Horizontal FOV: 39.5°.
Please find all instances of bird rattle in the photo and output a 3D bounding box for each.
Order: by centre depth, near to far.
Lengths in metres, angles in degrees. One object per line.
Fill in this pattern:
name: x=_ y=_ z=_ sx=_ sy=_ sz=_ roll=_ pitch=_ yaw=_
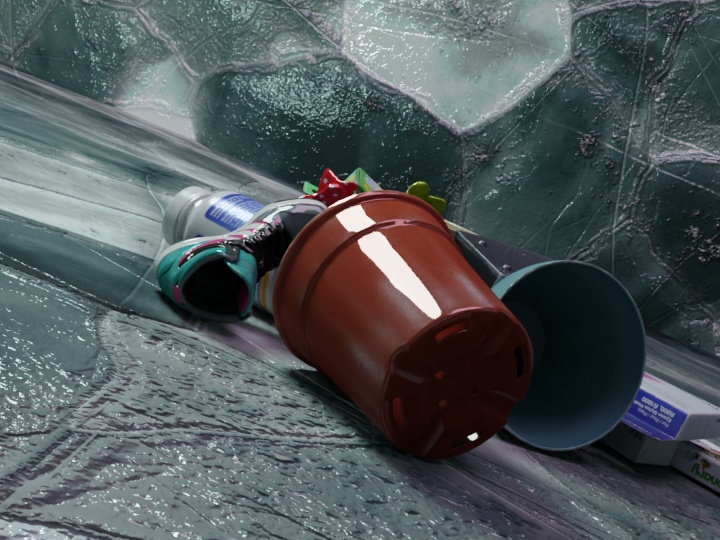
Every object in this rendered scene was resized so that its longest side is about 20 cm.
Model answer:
bird rattle: x=0.013 y=-0.031 z=1.221 sx=0.199 sy=0.164 sz=0.113 roll=1 pitch=21 yaw=0

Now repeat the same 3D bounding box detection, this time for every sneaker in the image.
sneaker: x=-0.112 y=-0.009 z=1.038 sx=0.199 sy=0.084 sz=0.121 roll=-22 pitch=28 yaw=-8

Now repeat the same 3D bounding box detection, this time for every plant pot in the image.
plant pot: x=0.046 y=0.057 z=0.915 sx=0.200 sy=0.202 sz=0.195 roll=17 pitch=17 yaw=-33
plant pot: x=0.195 y=0.086 z=1.114 sx=0.199 sy=0.201 sz=0.135 roll=20 pitch=-3 yaw=-19

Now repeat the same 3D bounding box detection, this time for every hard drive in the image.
hard drive: x=0.217 y=0.013 z=1.262 sx=0.199 sy=0.042 sz=0.135 roll=15 pitch=21 yaw=-31

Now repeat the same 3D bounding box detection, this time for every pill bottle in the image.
pill bottle: x=-0.141 y=-0.029 z=1.206 sx=0.199 sy=0.113 sz=0.112 roll=27 pitch=9 yaw=30

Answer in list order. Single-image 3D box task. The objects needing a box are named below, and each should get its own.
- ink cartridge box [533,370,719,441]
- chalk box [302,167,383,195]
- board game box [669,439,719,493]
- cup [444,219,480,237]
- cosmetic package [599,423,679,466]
ink cartridge box: x=0.323 y=0.144 z=1.220 sx=0.196 sy=0.044 sz=0.200 roll=28 pitch=10 yaw=36
chalk box: x=-0.005 y=-0.069 z=1.529 sx=0.200 sy=0.124 sz=0.125 roll=44 pitch=14 yaw=-13
board game box: x=0.442 y=0.244 z=1.263 sx=0.200 sy=0.035 sz=0.126 roll=29 pitch=9 yaw=41
cup: x=0.102 y=-0.028 z=1.778 sx=0.199 sy=0.144 sz=0.200 roll=22 pitch=8 yaw=-3
cosmetic package: x=0.296 y=0.176 z=1.262 sx=0.082 sy=0.051 sz=0.200 roll=12 pitch=13 yaw=-42
